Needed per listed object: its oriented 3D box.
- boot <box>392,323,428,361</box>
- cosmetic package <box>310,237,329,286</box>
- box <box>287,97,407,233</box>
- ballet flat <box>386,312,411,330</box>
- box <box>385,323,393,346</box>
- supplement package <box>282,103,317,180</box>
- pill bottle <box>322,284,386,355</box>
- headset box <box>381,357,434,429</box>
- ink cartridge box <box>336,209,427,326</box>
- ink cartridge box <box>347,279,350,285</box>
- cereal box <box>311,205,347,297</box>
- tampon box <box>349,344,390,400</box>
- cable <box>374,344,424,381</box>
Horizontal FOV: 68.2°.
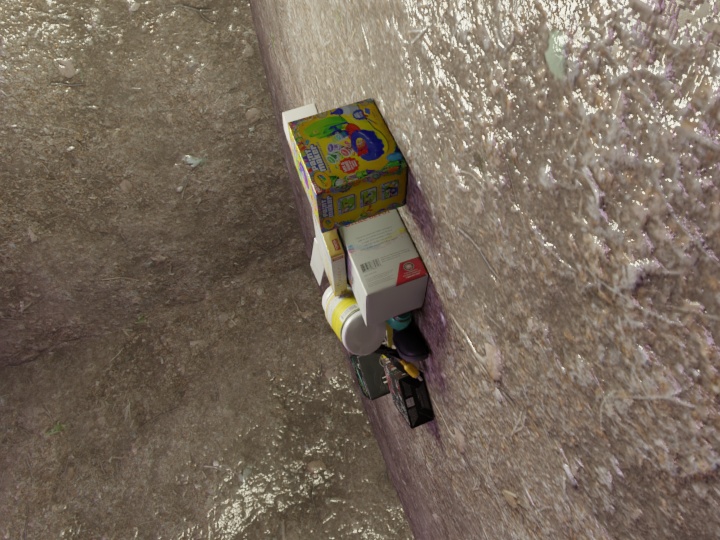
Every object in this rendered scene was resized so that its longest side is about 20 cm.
[{"bbox_3d":[0.106,0.104,1.310,0.164,0.064,0.207,-152,52,-66],"label":"boot"},{"bbox_3d":[-0.080,-0.041,1.564,0.083,0.110,0.201,63,164,14],"label":"cosmetic package"},{"bbox_3d":[-0.028,-0.216,1.088,0.123,0.187,0.204,87,161,-58],"label":"box"},{"bbox_3d":[0.048,0.063,1.266,0.202,0.066,0.071,54,149,28],"label":"ballet flat"},{"bbox_3d":[0.081,0.124,1.504,0.203,0.049,0.076,83,165,-45],"label":"box"},{"bbox_3d":[-0.180,-0.433,1.801,0.121,0.116,0.206,115,136,-78],"label":"supplement package"},{"bbox_3d":[-0.022,0.111,1.308,0.200,0.111,0.117,-135,27,-60],"label":"pill bottle"},{"bbox_3d":[0.129,0.333,1.523,0.200,0.073,0.153,-149,42,-76],"label":"headset box"},{"bbox_3d":[0.043,-0.014,1.183,0.146,0.141,0.204,88,163,-59],"label":"ink cartridge box"},{"bbox_3d":[0.000,0.000,1.457,0.203,0.142,0.084,83,165,-50],"label":"ink cartridge box"},{"bbox_3d":[-0.070,-0.047,1.232,0.201,0.038,0.147,91,160,-63],"label":"cereal box"},{"bbox_3d":[0.053,0.347,1.842,0.200,0.123,0.154,138,113,-79],"label":"tampon box"},{"bbox_3d":[0.086,0.208,1.368,0.199,0.050,0.098,41,-161,-26],"label":"cable"}]
